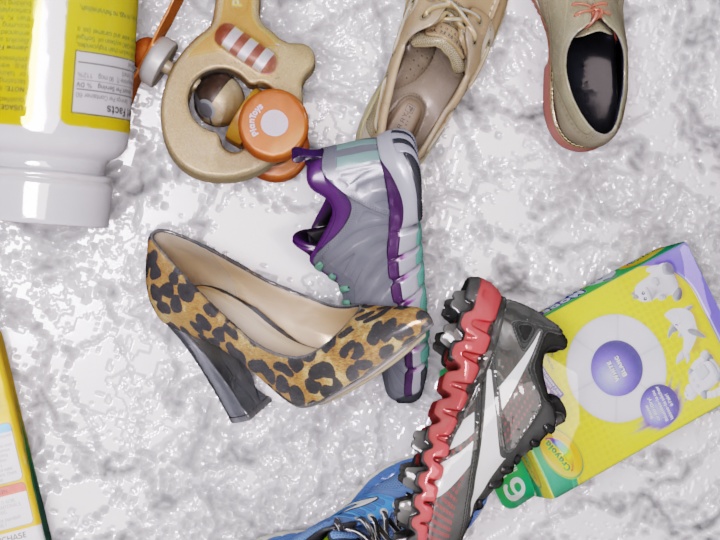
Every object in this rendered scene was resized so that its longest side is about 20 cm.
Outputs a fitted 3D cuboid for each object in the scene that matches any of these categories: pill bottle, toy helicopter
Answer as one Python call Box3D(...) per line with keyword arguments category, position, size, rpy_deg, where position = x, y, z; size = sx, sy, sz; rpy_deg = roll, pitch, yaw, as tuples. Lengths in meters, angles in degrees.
Box3D(category="pill bottle", position=(-0.202, -0.131, 0.998), size=(0.113, 0.114, 0.202), rpy_deg=(4, 92, -9))
Box3D(category="toy helicopter", position=(-0.094, -0.159, 1.047), size=(0.131, 0.079, 0.202), rpy_deg=(5, 81, -1))

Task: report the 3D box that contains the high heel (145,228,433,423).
Box3D(category="high heel", position=(-0.054, 0.016, 1.005), size=(0.143, 0.199, 0.071), rpy_deg=(60, 40, -10))

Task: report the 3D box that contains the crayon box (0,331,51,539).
Box3D(category="crayon box", position=(-0.284, 0.122, 1.029), size=(0.125, 0.052, 0.202), rpy_deg=(-13, 96, -8))

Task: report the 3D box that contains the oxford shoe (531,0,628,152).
Box3D(category="oxford shoe", position=(0.158, -0.184, 1.073), size=(0.070, 0.075, 0.202), rpy_deg=(-10, 94, -8))

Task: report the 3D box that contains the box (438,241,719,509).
Box3D(category="box", position=(0.164, 0.075, 1.088), size=(0.199, 0.048, 0.118), rpy_deg=(-27, 90, -11))

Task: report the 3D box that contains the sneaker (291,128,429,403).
Box3D(category="sneaker", position=(0.000, 0.000, 1.045), size=(0.087, 0.075, 0.202), rpy_deg=(-4, 117, 0))

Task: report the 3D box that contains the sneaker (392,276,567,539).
Box3D(category="sneaker", position=(0.081, 0.110, 1.012), size=(0.097, 0.071, 0.202), rpy_deg=(17, 84, -2))

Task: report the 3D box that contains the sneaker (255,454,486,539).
Box3D(category="sneaker", position=(0.005, 0.191, 1.059), size=(0.199, 0.089, 0.079), rpy_deg=(-28, 97, -13))

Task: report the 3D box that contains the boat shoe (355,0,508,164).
Box3D(category="boat shoe", position=(0.059, -0.156, 1.064), size=(0.071, 0.065, 0.201), rpy_deg=(21, 90, -10))
